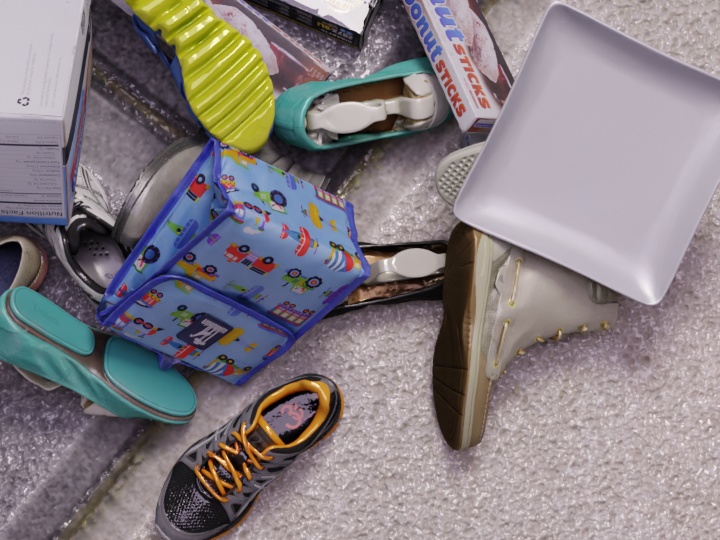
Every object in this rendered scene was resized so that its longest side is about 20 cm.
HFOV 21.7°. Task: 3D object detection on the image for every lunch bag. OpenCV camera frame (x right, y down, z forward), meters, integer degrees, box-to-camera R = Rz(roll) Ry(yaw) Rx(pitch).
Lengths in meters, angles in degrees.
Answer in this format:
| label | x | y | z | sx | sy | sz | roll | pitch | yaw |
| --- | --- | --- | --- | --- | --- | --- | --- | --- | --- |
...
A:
| label | x | y | z | sx | sy | sz | roll | pitch | yaw |
| --- | --- | --- | --- | --- | --- | --- | --- | --- | --- |
| lunch bag | -0.115 | 0.010 | 1.570 | 0.150 | 0.200 | 0.094 | 24 | 34 | -33 |

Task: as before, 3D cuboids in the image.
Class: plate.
| label | x | y | z | sx | sy | sz | roll | pitch | yaw |
| --- | --- | --- | --- | --- | --- | --- | --- | --- | --- |
| plate | 0.204 | -0.097 | 1.574 | 0.199 | 0.032 | 0.201 | 24 | 101 | -7 |

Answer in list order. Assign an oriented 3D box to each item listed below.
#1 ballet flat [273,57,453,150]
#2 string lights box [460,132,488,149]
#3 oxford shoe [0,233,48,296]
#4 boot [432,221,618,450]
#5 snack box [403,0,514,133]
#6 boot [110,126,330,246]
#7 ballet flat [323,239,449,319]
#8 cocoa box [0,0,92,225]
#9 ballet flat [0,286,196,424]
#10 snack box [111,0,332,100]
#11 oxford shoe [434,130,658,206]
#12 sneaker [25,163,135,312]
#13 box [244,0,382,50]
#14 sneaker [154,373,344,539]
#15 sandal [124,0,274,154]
| label | x | y | z | sx | sy | sz | roll | pitch | yaw |
| --- | --- | --- | --- | --- | --- | --- | --- | --- | --- |
| ballet flat | 0.021 | -0.142 | 1.657 | 0.199 | 0.070 | 0.068 | -13 | 113 | -18 |
| string lights box | 0.197 | -0.089 | 1.684 | 0.198 | 0.059 | 0.104 | -8 | 77 | -6 |
| oxford shoe | -0.351 | 0.043 | 1.600 | 0.071 | 0.074 | 0.200 | 38 | 85 | 6 |
| boot | 0.145 | 0.058 | 1.633 | 0.154 | 0.072 | 0.202 | 1 | 101 | -24 |
| snack box | 0.084 | -0.209 | 1.658 | 0.072 | 0.024 | 0.201 | -1 | 59 | -41 |
| boot | -0.113 | -0.059 | 1.618 | 0.130 | 0.068 | 0.200 | 38 | 47 | 7 |
| ballet flat | 0.000 | 0.000 | 1.643 | 0.198 | 0.068 | 0.069 | -10 | 78 | -6 |
| cocoa box | -0.302 | -0.155 | 1.592 | 0.132 | 0.132 | 0.201 | 3 | 49 | -3 |
| ballet flat | -0.235 | 0.083 | 1.603 | 0.199 | 0.070 | 0.068 | 32 | 37 | -23 |
| snack box | -0.125 | -0.211 | 1.686 | 0.200 | 0.024 | 0.072 | 38 | 102 | -1 |
| oxford shoe | 0.162 | -0.093 | 1.626 | 0.198 | 0.058 | 0.076 | -11 | 120 | 1 |
| sneaker | -0.245 | -0.045 | 1.628 | 0.076 | 0.088 | 0.200 | -40 | 81 | -10 |
| box | -0.059 | -0.316 | 1.727 | 0.199 | 0.049 | 0.161 | 22 | 78 | 1 |
| sneaker | -0.097 | 0.154 | 1.595 | 0.200 | 0.077 | 0.078 | -43 | 84 | -11 |
| sandal | -0.140 | -0.187 | 1.628 | 0.079 | 0.087 | 0.201 | -30 | 85 | -13 |
